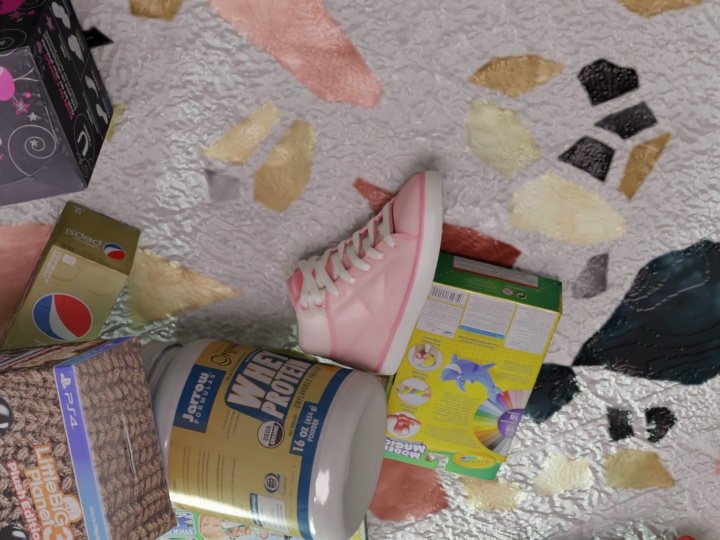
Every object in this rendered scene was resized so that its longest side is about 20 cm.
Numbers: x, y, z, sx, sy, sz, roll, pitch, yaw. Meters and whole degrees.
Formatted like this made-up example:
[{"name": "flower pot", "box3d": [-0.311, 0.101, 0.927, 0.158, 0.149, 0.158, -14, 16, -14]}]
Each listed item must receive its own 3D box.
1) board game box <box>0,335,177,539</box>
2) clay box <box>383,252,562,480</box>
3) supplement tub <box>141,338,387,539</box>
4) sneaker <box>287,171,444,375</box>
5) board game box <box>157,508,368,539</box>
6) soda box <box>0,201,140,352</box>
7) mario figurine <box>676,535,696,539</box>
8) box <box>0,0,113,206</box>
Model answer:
[{"name": "board game box", "box3d": [-0.267, 0.147, 1.439, 0.200, 0.097, 0.160, -7, 98, 26]}, {"name": "clay box", "box3d": [0.087, 0.084, 1.521, 0.115, 0.048, 0.200, 14, 128, -4]}, {"name": "supplement tub", "box3d": [-0.090, 0.137, 1.497, 0.200, 0.145, 0.145, 11, 129, 15]}, {"name": "sneaker", "box3d": [0.000, 0.000, 1.446, 0.104, 0.075, 0.200, 11, 130, -9]}, {"name": "board game box", "box3d": [-0.094, 0.222, 1.651, 0.200, 0.029, 0.135, -1, 126, 5]}, {"name": "soda box", "box3d": [-0.253, 0.043, 1.506, 0.068, 0.064, 0.200, 23, 125, -13]}, {"name": "mario figurine", "box3d": [0.237, 0.302, 1.634, 0.200, 0.123, 0.106, -2, 114, 11]}, {"name": "box", "box3d": [-0.305, -0.123, 1.352, 0.200, 0.115, 0.132, -10, 126, 11]}]
